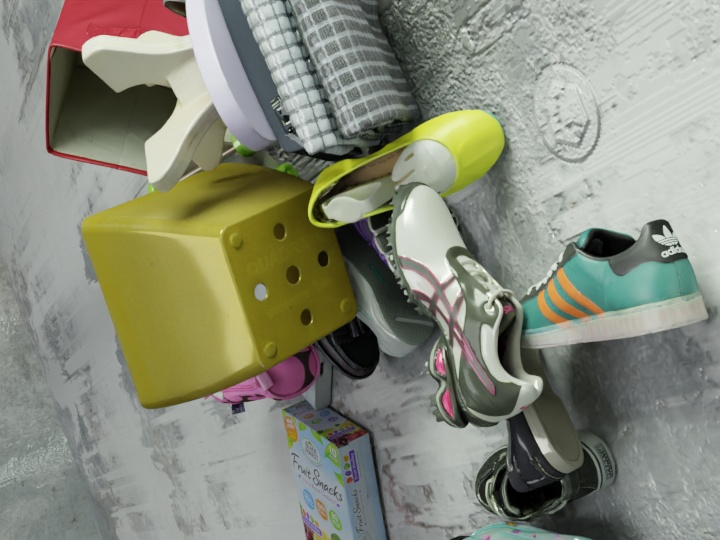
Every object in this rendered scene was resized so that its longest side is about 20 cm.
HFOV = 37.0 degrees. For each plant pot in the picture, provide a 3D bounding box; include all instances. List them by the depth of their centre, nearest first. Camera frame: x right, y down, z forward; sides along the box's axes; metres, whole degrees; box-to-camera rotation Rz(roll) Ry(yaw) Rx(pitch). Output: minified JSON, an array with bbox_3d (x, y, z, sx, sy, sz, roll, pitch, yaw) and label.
[{"bbox_3d":[-0.120,0.009,1.055,0.175,0.199,0.203,-3,109,46],"label":"plant pot"}]

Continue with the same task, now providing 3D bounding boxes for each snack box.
[{"bbox_3d":[-0.030,0.277,1.343,0.141,0.052,0.203,20,124,55],"label":"snack box"}]

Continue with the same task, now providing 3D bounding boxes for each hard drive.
[{"bbox_3d":[-0.069,-0.194,0.975,0.042,0.135,0.203,-25,83,18],"label":"hard drive"},{"bbox_3d":[-0.099,0.065,1.362,0.200,0.026,0.134,44,143,41],"label":"hard drive"}]

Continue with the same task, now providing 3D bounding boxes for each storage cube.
[{"bbox_3d":[-0.255,-0.237,1.230,0.201,0.168,0.182,114,165,-53],"label":"storage cube"}]

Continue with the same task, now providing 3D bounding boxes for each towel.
[{"bbox_3d":[-0.017,-0.188,0.908,0.085,0.200,0.168,-24,93,18],"label":"towel"}]

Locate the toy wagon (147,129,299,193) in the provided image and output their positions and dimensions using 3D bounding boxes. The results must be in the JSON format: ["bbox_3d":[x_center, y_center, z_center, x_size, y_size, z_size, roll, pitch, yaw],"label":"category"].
[{"bbox_3d":[-0.140,-0.087,1.229,0.154,0.199,0.040,-24,43,33],"label":"toy wagon"}]

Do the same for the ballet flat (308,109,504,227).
[{"bbox_3d":[0.032,-0.077,0.919,0.198,0.067,0.067,-17,113,37],"label":"ballet flat"}]

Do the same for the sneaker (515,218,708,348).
[{"bbox_3d":[0.173,0.011,0.802,0.199,0.070,0.081,-17,85,60],"label":"sneaker"}]

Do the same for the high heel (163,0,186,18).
[{"bbox_3d":[-0.101,-0.219,1.062,0.202,0.141,0.072,60,151,19],"label":"high heel"}]

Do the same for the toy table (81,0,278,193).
[{"bbox_3d":[-0.149,-0.171,0.975,0.184,0.116,0.202,50,-157,-38],"label":"toy table"}]

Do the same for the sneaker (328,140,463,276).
[{"bbox_3d":[0.036,-0.043,1.023,0.084,0.079,0.201,83,162,-50],"label":"sneaker"}]

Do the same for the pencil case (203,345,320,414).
[{"bbox_3d":[-0.128,0.126,1.326,0.199,0.093,0.092,-22,89,61],"label":"pencil case"}]

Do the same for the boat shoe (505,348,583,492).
[{"bbox_3d":[0.116,0.088,0.898,0.063,0.072,0.202,-42,52,29],"label":"boat shoe"}]

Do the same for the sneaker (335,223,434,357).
[{"bbox_3d":[0.000,0.000,1.098,0.202,0.070,0.080,62,154,14],"label":"sneaker"}]

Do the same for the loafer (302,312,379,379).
[{"bbox_3d":[-0.031,0.019,1.168,0.202,0.071,0.063,65,148,16],"label":"loafer"}]

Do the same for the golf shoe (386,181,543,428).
[{"bbox_3d":[0.084,0.020,0.843,0.087,0.077,0.203,-24,81,40],"label":"golf shoe"}]

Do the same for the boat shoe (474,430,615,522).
[{"bbox_3d":[0.144,0.188,0.961,0.072,0.063,0.200,65,152,10],"label":"boat shoe"}]

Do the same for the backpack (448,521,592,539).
[{"bbox_3d":[0.152,0.295,0.928,0.166,0.128,0.199,36,159,-18],"label":"backpack"}]
